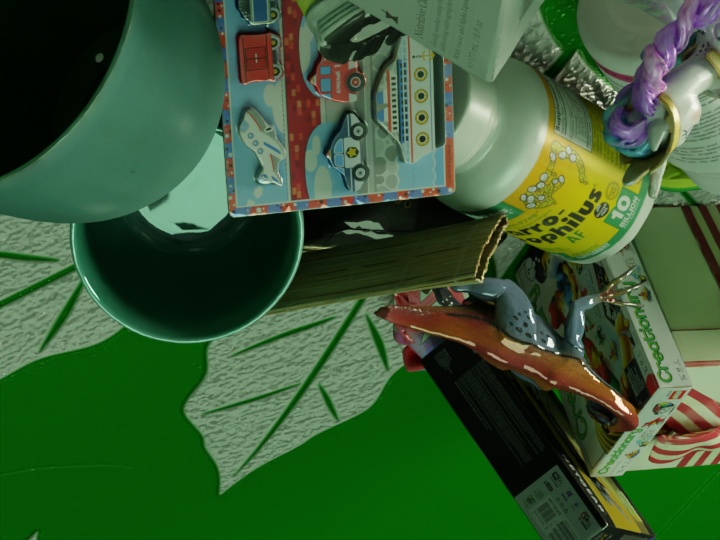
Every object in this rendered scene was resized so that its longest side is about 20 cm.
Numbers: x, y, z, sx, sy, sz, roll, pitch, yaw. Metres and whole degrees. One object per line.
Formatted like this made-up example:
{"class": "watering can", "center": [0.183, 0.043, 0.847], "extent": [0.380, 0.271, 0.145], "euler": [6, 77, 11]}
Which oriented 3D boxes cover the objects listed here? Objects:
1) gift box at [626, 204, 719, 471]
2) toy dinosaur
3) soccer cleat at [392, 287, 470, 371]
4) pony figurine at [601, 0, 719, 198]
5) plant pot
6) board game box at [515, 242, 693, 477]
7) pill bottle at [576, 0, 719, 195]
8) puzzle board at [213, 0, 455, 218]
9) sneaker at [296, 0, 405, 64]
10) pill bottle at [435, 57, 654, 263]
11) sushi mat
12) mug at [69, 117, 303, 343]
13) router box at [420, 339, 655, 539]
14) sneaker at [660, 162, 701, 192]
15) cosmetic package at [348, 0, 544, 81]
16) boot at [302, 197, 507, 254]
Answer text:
{"class": "gift box", "center": [0.284, 0.057, 1.347], "extent": [0.184, 0.187, 0.200], "euler": [-5, 145, -15]}
{"class": "toy dinosaur", "center": [0.117, 0.065, 1.166], "extent": [0.200, 0.182, 0.105], "euler": [-36, 172, -36]}
{"class": "soccer cleat", "center": [0.052, 0.028, 1.324], "extent": [0.076, 0.067, 0.200], "euler": [-20, 149, 5]}
{"class": "pony figurine", "center": [0.211, -0.159, 0.929], "extent": [0.200, 0.166, 0.194], "euler": [-35, 132, -26]}
{"class": "plant pot", "center": [-0.171, -0.118, 0.929], "extent": [0.200, 0.201, 0.161], "euler": [-27, 157, 17]}
{"class": "board game box", "center": [0.187, 0.044, 1.278], "extent": [0.034, 0.201, 0.126], "euler": [-1, 143, -22]}
{"class": "pill bottle", "center": [0.235, -0.138, 1.120], "extent": [0.113, 0.114, 0.200], "euler": [-27, 143, 16]}
{"class": "puzzle board", "center": [-0.014, -0.137, 1.006], "extent": [0.150, 0.017, 0.201], "euler": [-6, 108, -13]}
{"class": "sneaker", "center": [0.038, -0.205, 0.955], "extent": [0.200, 0.090, 0.078], "euler": [-30, 162, -24]}
{"class": "pill bottle", "center": [0.111, -0.084, 1.147], "extent": [0.113, 0.113, 0.200], "euler": [-38, 140, 29]}
{"class": "sushi mat", "center": [0.000, 0.000, 1.112], "extent": [0.199, 0.096, 0.012], "euler": [-10, 115, 25]}
{"class": "mug", "center": [-0.103, -0.052, 1.088], "extent": [0.185, 0.114, 0.152], "euler": [-35, 110, 8]}
{"class": "router box", "center": [0.147, 0.146, 1.320], "extent": [0.052, 0.200, 0.157], "euler": [-39, 157, 11]}
{"class": "sneaker", "center": [0.312, -0.091, 1.250], "extent": [0.199, 0.074, 0.084], "euler": [-14, 142, -3]}
{"class": "cosmetic package", "center": [0.008, -0.201, 0.858], "extent": [0.081, 0.199, 0.113], "euler": [-56, 167, -19]}
{"class": "boot", "center": [0.021, -0.067, 1.175], "extent": [0.199, 0.078, 0.139], "euler": [-7, 140, -15]}
